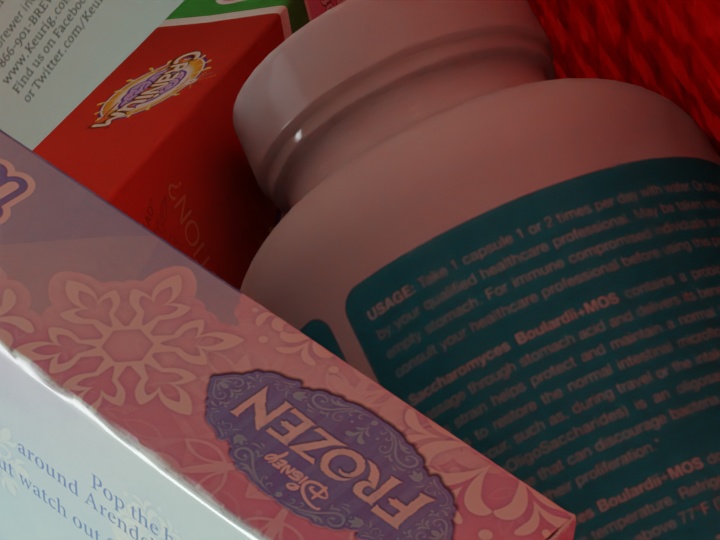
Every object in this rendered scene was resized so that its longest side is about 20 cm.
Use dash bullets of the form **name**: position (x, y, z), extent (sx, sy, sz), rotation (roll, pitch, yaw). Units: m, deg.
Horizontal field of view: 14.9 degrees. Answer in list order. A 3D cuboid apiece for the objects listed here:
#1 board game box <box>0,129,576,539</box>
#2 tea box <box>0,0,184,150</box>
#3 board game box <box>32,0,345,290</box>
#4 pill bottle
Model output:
- **board game box**: position (-0.052, 0.073, 0.534), extent (0.200, 0.043, 0.199), rotation (33, 142, 30)
- **tea box**: position (-0.134, -0.055, 0.800), extent (0.134, 0.200, 0.197), rotation (42, 168, -35)
- **board game box**: position (-0.014, 0.014, 0.656), extent (0.200, 0.040, 0.153), rotation (-54, -52, -53)
- **pill bottle**: position (0.044, 0.039, 0.563), extent (0.111, 0.111, 0.200), rotation (94, 153, -69)
